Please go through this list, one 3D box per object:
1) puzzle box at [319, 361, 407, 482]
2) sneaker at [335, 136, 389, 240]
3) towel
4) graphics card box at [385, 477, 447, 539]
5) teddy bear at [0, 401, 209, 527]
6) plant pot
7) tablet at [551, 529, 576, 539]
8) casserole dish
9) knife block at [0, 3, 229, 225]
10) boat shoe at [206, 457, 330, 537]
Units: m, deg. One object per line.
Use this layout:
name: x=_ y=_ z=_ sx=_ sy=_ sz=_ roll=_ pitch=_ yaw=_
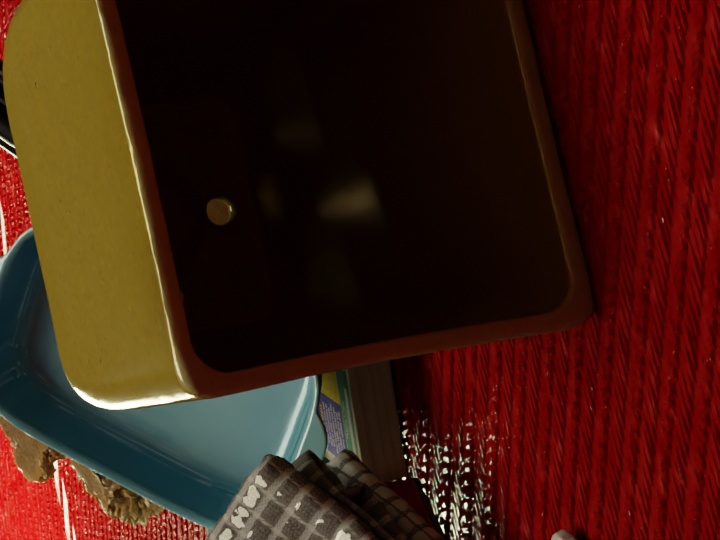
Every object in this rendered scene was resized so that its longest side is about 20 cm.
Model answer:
puzzle box: x=-0.020 y=0.004 z=1.591 sx=0.133 sy=0.025 sz=0.201 roll=-152 pitch=52 yaw=-70
sneaker: x=0.000 y=0.000 z=1.429 sx=0.200 sy=0.074 sz=0.084 roll=118 pitch=142 yaw=-65
towel: x=-0.028 y=0.202 z=1.425 sx=0.166 sy=0.085 sz=0.200 roll=44 pitch=106 yaw=35
graphics card box: x=0.022 y=0.221 z=1.554 sx=0.201 sy=0.051 sz=0.126 roll=94 pitch=158 yaw=-46
teddy bear: x=-0.130 y=0.059 z=1.619 sx=0.145 sy=0.067 sz=0.200 roll=60 pitch=146 yaw=13
plant pot: x=-0.050 y=-0.041 z=1.279 sx=0.200 sy=0.195 sz=0.195 roll=-22 pitch=80 yaw=60
tablet: x=0.113 y=0.226 z=1.307 sx=0.130 sy=0.014 sz=0.201 roll=-129 pitch=32 yaw=-59
casserole dish: x=-0.102 y=0.049 z=1.508 sx=0.039 sy=0.199 sz=0.122 roll=-41 pitch=-24 yaw=-63
knife block: x=-0.118 y=-0.042 z=1.531 sx=0.064 sy=0.175 sz=0.201 roll=-154 pitch=54 yaw=-72
boat shoe: x=-0.036 y=0.145 z=1.599 sx=0.200 sy=0.072 sz=0.066 roll=-84 pitch=-23 yaw=-84
